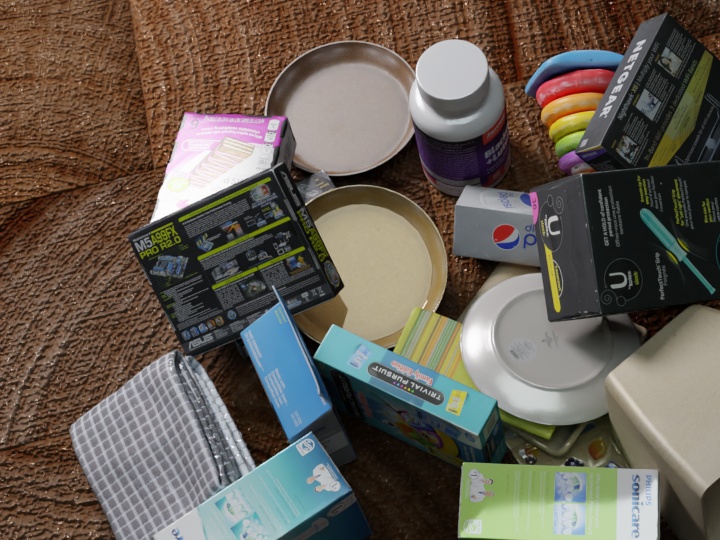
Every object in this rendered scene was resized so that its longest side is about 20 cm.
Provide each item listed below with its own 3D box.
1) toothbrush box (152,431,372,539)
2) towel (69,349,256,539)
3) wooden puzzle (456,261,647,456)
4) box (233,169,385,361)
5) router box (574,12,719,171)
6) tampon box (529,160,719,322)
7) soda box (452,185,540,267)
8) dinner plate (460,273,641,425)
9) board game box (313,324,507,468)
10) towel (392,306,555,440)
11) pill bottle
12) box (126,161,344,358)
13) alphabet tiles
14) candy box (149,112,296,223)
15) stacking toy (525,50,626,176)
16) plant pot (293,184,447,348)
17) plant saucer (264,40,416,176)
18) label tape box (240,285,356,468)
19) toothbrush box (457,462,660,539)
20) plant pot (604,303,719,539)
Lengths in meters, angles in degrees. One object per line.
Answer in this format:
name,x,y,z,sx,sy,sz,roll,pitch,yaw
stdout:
toothbrush box,-0.100,0.281,1.620,0.200,0.146,0.085,-34,62,-7
towel,-0.219,0.211,1.687,0.166,0.086,0.200,-36,62,13
wooden puzzle,0.194,0.087,1.720,0.200,0.046,0.185,29,70,24
box,-0.090,-0.008,1.820,0.200,0.050,0.158,-30,62,-6
router box,0.358,-0.173,1.780,0.157,0.052,0.200,37,68,-19
tampon box,0.304,-0.032,1.639,0.200,0.126,0.150,-6,87,-20
soda box,0.210,-0.046,1.768,0.200,0.068,0.063,8,27,14
dinner plate,0.210,0.079,1.673,0.200,0.024,0.200,0,54,0
board game box,0.056,0.146,1.659,0.200,0.151,0.047,23,70,20
towel,0.133,0.113,1.684,0.200,0.018,0.086,22,73,16
pill bottle,0.116,-0.180,1.789,0.111,0.200,0.111,-4,63,8
box,-0.140,-0.010,1.711,0.200,0.044,0.160,-24,97,20
alphabet tiles,0.260,0.165,1.698,0.200,0.006,0.166,-29,63,-6
candy box,-0.165,-0.092,1.817,0.136,0.061,0.200,4,59,14
stacking toy,0.270,-0.151,1.816,0.116,0.110,0.200,-3,74,-11
plant pot,0.000,0.000,1.759,0.200,0.027,0.200,0,75,1
plant saucer,-0.020,-0.198,1.917,0.200,0.032,0.200,-4,62,7
label tape box,-0.073,0.126,1.663,0.066,0.200,0.143,-26,62,-2
toothbrush box,0.207,0.264,1.577,0.200,0.146,0.086,0,63,9
plant pot,0.366,0.157,1.586,0.200,0.200,0.177,-38,54,-12
